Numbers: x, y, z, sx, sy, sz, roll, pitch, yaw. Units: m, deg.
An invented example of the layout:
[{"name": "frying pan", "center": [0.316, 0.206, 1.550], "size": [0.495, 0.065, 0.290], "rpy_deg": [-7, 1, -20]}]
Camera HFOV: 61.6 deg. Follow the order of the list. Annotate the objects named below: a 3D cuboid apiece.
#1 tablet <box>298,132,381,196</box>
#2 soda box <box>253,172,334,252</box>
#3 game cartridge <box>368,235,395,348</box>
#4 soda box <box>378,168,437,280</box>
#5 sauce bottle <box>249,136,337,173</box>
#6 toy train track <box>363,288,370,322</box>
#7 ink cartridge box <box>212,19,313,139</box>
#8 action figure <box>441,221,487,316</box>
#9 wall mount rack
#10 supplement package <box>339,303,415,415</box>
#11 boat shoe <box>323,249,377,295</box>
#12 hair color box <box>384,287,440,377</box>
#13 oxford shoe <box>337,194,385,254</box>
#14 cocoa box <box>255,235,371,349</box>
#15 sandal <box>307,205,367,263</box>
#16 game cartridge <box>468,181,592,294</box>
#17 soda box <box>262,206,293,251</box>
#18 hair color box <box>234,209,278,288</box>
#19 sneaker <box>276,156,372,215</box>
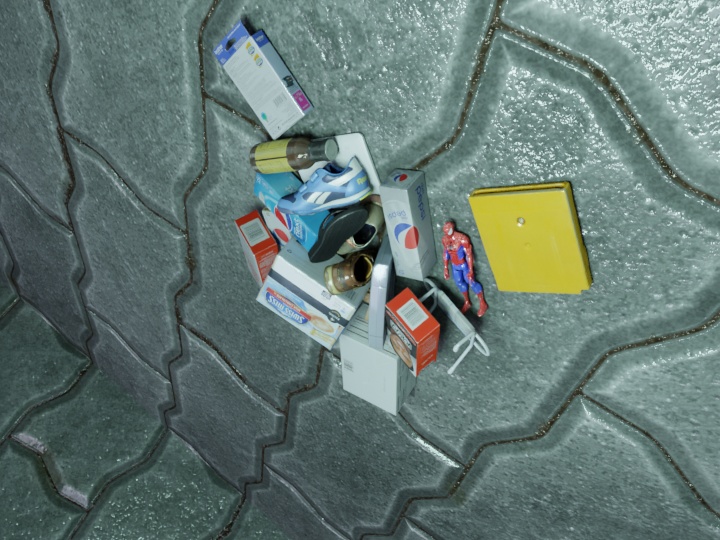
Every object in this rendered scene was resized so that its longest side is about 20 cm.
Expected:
[{"name": "tablet", "center": [-0.051, -0.202, 1.199], "size": [0.196, 0.014, 0.132], "rpy_deg": [3, 127, 41]}, {"name": "soda box", "center": [-0.137, -0.133, 1.264], "size": [0.200, 0.067, 0.065], "rpy_deg": [46, 144, 18]}, {"name": "game cartridge", "center": [0.045, 0.049, 1.225], "size": [0.040, 0.134, 0.205], "rpy_deg": [10, 122, 12]}, {"name": "soda box", "center": [0.092, -0.084, 1.136], "size": [0.062, 0.068, 0.204], "rpy_deg": [12, 132, 33]}, {"name": "sauce bottle", "center": [-0.131, -0.226, 1.185], "size": [0.196, 0.065, 0.066], "rpy_deg": [4, 128, 36]}, {"name": "toy train track", "center": [0.075, 0.082, 1.336], "size": [0.196, 0.033, 0.117], "rpy_deg": [27, 123, 10]}, {"name": "ink cartridge box", "center": [-0.185, -0.362, 1.149], "size": [0.118, 0.042, 0.201], "rpy_deg": [-18, 115, 49]}, {"name": "action figure", "center": [0.191, -0.003, 1.142], "size": [0.064, 0.052, 0.204], "rpy_deg": [7, 128, 43]}, {"name": "wall mount rack", "center": [0.170, 0.120, 1.225], "size": [0.201, 0.074, 0.175], "rpy_deg": [50, 170, 22]}, {"name": "supplement package", "center": [0.044, 0.208, 1.416], "size": [0.153, 0.111, 0.204], "rpy_deg": [22, 137, 24]}, {"name": "boat shoe", "center": [0.000, 0.000, 1.205], "size": [0.066, 0.199, 0.074], "rpy_deg": [-14, 97, 27]}, {"name": "hair color box", "center": [0.103, 0.128, 1.206], "size": [0.102, 0.061, 0.201], "rpy_deg": [49, 166, 25]}, {"name": "oxford shoe", "center": [-0.013, -0.076, 1.223], "size": [0.070, 0.075, 0.200], "rpy_deg": [29, 145, -12]}, {"name": "cocoa box", "center": [-0.097, 0.040, 1.286], "size": [0.198, 0.134, 0.132], "rpy_deg": [33, 123, 0]}, {"name": "sandal", "center": [-0.054, -0.078, 1.167], "size": [0.200, 0.074, 0.049], "rpy_deg": [-43, 61, 50]}, {"name": "game cartridge", "center": [0.289, -0.050, 1.024], "size": [0.173, 0.033, 0.203], "rpy_deg": [2, 129, 41]}, {"name": "soda box", "center": [-0.153, -0.064, 1.378], "size": [0.067, 0.064, 0.204], "rpy_deg": [10, 131, 35]}, {"name": "hair color box", "center": [-0.231, -0.031, 1.419], "size": [0.112, 0.063, 0.202], "rpy_deg": [55, 161, 28]}, {"name": "sneaker", "center": [-0.075, -0.160, 1.165], "size": [0.195, 0.074, 0.084], "rpy_deg": [-12, 110, 18]}]
